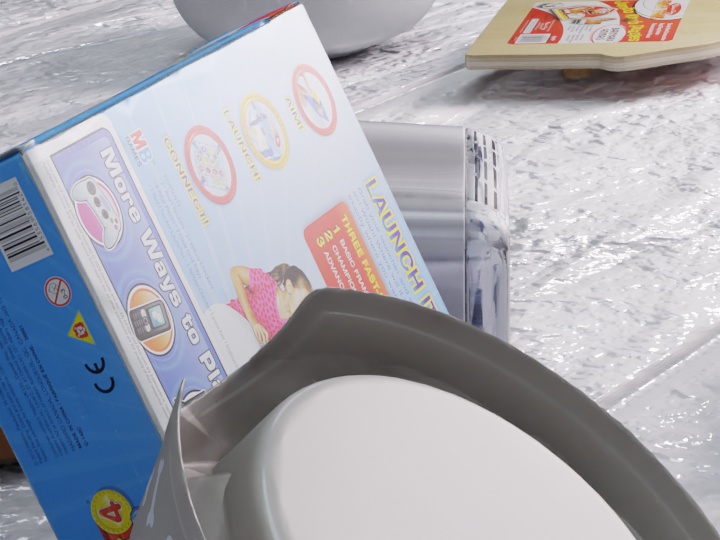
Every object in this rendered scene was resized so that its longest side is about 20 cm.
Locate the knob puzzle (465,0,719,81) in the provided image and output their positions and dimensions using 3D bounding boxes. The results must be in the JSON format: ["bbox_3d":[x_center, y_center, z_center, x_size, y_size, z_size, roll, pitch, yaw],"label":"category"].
[{"bbox_3d":[0.182,-0.151,1.531,0.217,0.031,0.220,-4,18,1],"label":"knob puzzle"}]

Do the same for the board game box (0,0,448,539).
[{"bbox_3d":[-0.039,0.030,0.778,0.056,0.201,0.196,-21,8,29],"label":"board game box"}]

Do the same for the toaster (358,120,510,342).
[{"bbox_3d":[0.000,0.000,0.999,0.128,0.115,0.200,-1,17,3],"label":"toaster"}]

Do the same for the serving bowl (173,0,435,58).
[{"bbox_3d":[-0.037,-0.190,1.638,0.198,0.066,0.200,-3,19,1],"label":"serving bowl"}]

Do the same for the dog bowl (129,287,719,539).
[{"bbox_3d":[0.023,0.096,0.651,0.199,0.059,0.201,25,31,-16],"label":"dog bowl"}]

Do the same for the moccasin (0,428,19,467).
[{"bbox_3d":[-0.200,0.051,0.944,0.199,0.078,0.074,-8,19,-9],"label":"moccasin"}]
